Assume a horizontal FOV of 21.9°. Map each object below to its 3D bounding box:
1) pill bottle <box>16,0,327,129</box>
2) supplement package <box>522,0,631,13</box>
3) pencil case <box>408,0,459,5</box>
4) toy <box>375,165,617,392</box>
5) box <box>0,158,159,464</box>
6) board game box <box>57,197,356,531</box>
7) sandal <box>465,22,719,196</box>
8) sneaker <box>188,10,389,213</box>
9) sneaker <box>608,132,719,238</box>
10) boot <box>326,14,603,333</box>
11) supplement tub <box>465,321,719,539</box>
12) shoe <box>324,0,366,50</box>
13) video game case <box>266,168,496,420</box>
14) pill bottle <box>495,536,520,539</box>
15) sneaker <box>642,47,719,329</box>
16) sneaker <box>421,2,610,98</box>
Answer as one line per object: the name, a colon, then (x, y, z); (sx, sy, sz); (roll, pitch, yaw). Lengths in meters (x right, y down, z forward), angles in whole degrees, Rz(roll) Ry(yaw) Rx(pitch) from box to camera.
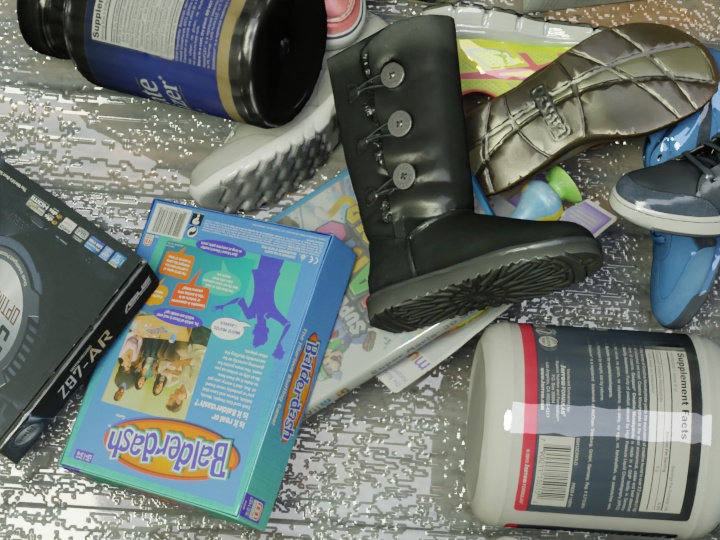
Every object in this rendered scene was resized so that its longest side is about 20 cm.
pill bottle: (-0.132, -0.172, 1.285); (0.199, 0.112, 0.112); (16, 77, 24)
supplement package: (0.216, -0.270, 1.363); (0.199, 0.117, 0.118); (-7, 80, -7)
pencil case: (0.060, -0.288, 1.363); (0.077, 0.089, 0.201); (19, 78, -18)
toy: (0.068, -0.012, 1.305); (0.200, 0.115, 0.047); (-35, 128, -13)
box: (-0.264, 0.010, 1.274); (0.200, 0.044, 0.160); (35, 78, 17)
board game box: (-0.104, 0.061, 1.271); (0.151, 0.045, 0.201); (13, 77, 28)
sandal: (0.153, -0.108, 1.303); (0.199, 0.055, 0.082); (-29, 79, 11)
sneaker: (-0.051, -0.117, 1.340); (0.200, 0.075, 0.082); (-39, 73, -19)
sneaker: (0.264, -0.102, 1.245); (0.201, 0.077, 0.147); (-7, 120, -19)
boot: (0.066, -0.076, 1.232); (0.164, 0.066, 0.201); (-15, 66, 19)
supplement tub: (0.176, 0.110, 1.273); (0.199, 0.140, 0.141); (4, 79, -3)
shoe: (-0.045, -0.258, 1.305); (0.071, 0.091, 0.201); (-16, 75, -12)
video game case: (0.000, 0.000, 1.282); (0.200, 0.018, 0.144); (-32, 62, 11)
pill bottle: (0.074, 0.287, 1.248); (0.112, 0.112, 0.200); (41, 78, 2)
sneaker: (0.225, -0.060, 1.333); (0.078, 0.066, 0.201); (12, 96, -17)
sneaker: (0.137, -0.138, 1.360); (0.199, 0.078, 0.091); (8, 93, -3)
